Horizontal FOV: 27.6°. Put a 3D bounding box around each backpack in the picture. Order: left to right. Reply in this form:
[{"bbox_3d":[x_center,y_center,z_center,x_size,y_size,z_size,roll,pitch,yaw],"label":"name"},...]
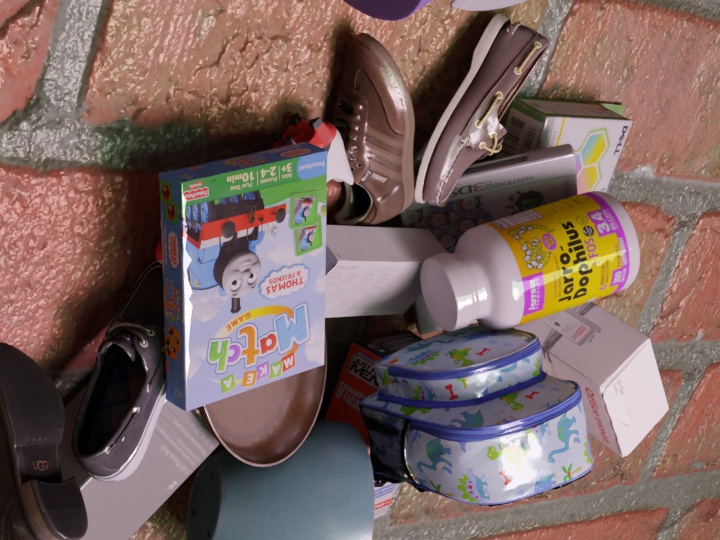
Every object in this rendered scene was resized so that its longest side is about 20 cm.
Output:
[{"bbox_3d":[0.112,0.137,1.399,0.183,0.200,0.147,-17,107,-30],"label":"backpack"}]

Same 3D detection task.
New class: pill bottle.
[{"bbox_3d":[0.162,-0.004,1.417,0.200,0.104,0.104,-18,129,-21],"label":"pill bottle"}]

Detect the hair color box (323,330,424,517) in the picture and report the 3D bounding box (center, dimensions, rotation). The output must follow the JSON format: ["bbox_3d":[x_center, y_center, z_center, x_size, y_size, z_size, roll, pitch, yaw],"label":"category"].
[{"bbox_3d":[0.011,0.169,1.541,0.111,0.064,0.200,-8,122,-56],"label":"hair color box"}]

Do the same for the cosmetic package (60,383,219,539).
[{"bbox_3d":[-0.235,0.182,1.298,0.200,0.090,0.107,-50,144,-11],"label":"cosmetic package"}]

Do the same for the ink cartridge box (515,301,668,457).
[{"bbox_3d":[0.233,0.095,1.618,0.083,0.200,0.147,-43,140,-14],"label":"ink cartridge box"}]

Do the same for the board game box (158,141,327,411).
[{"bbox_3d":[-0.096,0.003,1.232,0.151,0.037,0.200,-17,118,-38],"label":"board game box"}]

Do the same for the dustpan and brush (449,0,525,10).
[{"bbox_3d":[0.173,-0.302,1.388,0.200,0.057,0.140,0,141,-47],"label":"dustpan and brush"}]

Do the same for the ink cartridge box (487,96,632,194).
[{"bbox_3d":[0.226,-0.124,1.566,0.200,0.059,0.104,-3,119,-44],"label":"ink cartridge box"}]

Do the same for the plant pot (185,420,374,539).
[{"bbox_3d":[-0.090,0.237,1.421,0.135,0.200,0.200,12,110,-25],"label":"plant pot"}]

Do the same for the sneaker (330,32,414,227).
[{"bbox_3d":[0.003,-0.118,1.338,0.076,0.070,0.200,-31,134,-22],"label":"sneaker"}]

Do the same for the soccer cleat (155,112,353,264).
[{"bbox_3d":[-0.089,-0.055,1.281,0.200,0.069,0.085,-41,121,-19],"label":"soccer cleat"}]

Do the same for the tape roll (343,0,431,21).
[{"bbox_3d":[0.013,-0.298,1.117,0.085,0.200,0.200,-36,137,-22],"label":"tape roll"}]

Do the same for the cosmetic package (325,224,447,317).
[{"bbox_3d":[0.000,0.000,1.391,0.083,0.051,0.200,-45,157,25],"label":"cosmetic package"}]

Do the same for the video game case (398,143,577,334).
[{"bbox_3d":[0.135,-0.028,1.505,0.182,0.024,0.200,-13,132,-2],"label":"video game case"}]

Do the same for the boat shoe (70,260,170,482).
[{"bbox_3d":[-0.195,0.076,1.231,0.066,0.070,0.200,54,53,-63],"label":"boat shoe"}]

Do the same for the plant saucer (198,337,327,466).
[{"bbox_3d":[-0.098,0.079,1.348,0.200,0.032,0.200,5,84,-56],"label":"plant saucer"}]

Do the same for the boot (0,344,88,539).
[{"bbox_3d":[-0.317,0.179,1.197,0.174,0.200,0.069,-32,152,23],"label":"boot"}]

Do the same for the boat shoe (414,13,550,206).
[{"bbox_3d":[0.115,-0.147,1.406,0.200,0.059,0.072,-63,169,-7],"label":"boat shoe"}]
